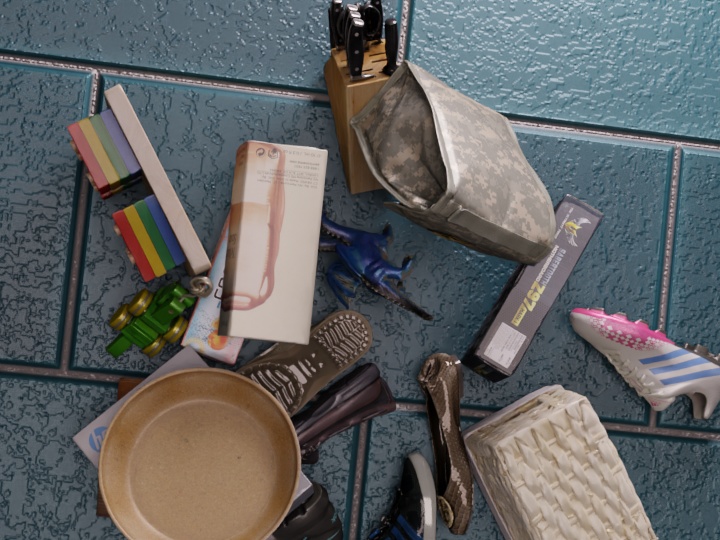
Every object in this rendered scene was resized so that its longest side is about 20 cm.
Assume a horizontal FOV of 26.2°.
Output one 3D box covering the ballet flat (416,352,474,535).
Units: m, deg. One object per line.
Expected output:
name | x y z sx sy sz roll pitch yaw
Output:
ballet flat | 0.091 0.190 1.700 0.046 0.067 0.200 -1 83 -22

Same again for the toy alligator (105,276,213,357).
toy alligator | -0.204 0.036 1.625 0.059 0.200 0.054 40 45 -17

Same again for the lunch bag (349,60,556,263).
lunch bag | 0.100 -0.094 1.598 0.164 0.200 0.118 24 120 -37

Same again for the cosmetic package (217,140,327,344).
cosmetic package | -0.092 -0.026 1.594 0.087 0.103 0.200 6 86 -12

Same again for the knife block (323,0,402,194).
knife block | 0.010 -0.190 1.647 0.064 0.176 0.200 -11 90 -8

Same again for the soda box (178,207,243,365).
soda box | -0.132 0.000 1.672 0.064 0.068 0.200 22 84 -7

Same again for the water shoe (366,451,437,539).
water shoe | 0.039 0.298 1.688 0.079 0.072 0.200 2 87 -7

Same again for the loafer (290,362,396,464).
loafer | -0.048 0.181 1.681 0.200 0.072 0.063 -37 98 -11

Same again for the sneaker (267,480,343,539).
sneaker | -0.110 0.306 1.663 0.200 0.075 0.079 -28 124 6

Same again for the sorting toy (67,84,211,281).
sorting toy | -0.231 -0.075 1.593 0.070 0.200 0.199 -27 92 -8

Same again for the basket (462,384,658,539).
basket | 0.216 0.240 1.691 0.136 0.123 0.200 -27 91 -10

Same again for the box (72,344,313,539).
box | -0.170 0.199 1.582 0.156 0.041 0.200 -39 73 -13

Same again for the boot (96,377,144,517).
boot | -0.181 0.195 1.641 0.200 0.077 0.155 4 80 21

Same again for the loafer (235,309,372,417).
loafer | -0.071 0.111 1.682 0.200 0.068 0.076 -31 91 7

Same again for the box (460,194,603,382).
box | 0.183 0.023 1.675 0.051 0.158 0.200 31 83 1

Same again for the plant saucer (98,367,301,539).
plant saucer | -0.159 0.197 1.542 0.200 0.035 0.200 0 70 0

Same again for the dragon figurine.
dragon figurine | 0.000 0.000 1.666 0.099 0.059 0.200 -9 50 -26

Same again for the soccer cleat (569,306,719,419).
soccer cleat | 0.320 0.106 1.738 0.200 0.070 0.086 22 85 -8
